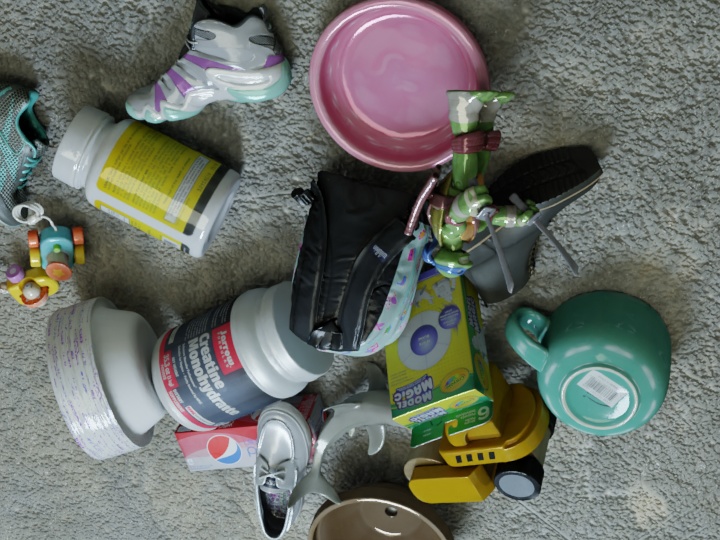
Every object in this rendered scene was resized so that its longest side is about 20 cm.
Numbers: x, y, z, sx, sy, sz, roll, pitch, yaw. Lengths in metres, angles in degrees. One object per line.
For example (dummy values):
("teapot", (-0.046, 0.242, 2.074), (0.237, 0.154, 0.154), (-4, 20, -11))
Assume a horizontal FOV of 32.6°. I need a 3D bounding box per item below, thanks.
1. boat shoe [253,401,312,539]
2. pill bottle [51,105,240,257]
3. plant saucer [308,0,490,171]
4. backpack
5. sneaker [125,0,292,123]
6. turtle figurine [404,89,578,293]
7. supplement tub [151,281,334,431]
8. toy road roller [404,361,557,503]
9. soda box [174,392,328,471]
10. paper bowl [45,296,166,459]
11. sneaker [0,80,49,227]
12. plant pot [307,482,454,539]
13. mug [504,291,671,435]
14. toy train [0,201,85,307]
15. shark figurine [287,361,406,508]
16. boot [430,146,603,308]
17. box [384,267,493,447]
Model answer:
("boat shoe", (-0.108, 0.261, 1.581), (0.072, 0.069, 0.201), (13, 124, 7))
("pill bottle", (-0.253, -0.108, 1.451), (0.200, 0.114, 0.114), (27, 124, -1))
("plant saucer", (0.045, -0.208, 1.343), (0.200, 0.051, 0.201), (8, 122, 12))
("backpack", (0.000, 0.000, 1.405), (0.166, 0.126, 0.201), (16, 94, 31))
("sneaker", (-0.185, -0.250, 1.375), (0.199, 0.078, 0.140), (-12, 115, 11))
("turtle figurine", (0.145, -0.085, 1.253), (0.200, 0.144, 0.195), (12, 103, 56))
("supplement tub", (-0.148, 0.107, 1.532), (0.200, 0.140, 0.141), (-25, 110, 27))
("toy road roller", (0.133, 0.189, 1.485), (0.199, 0.123, 0.146), (-11, 128, 32))
("soda box", (-0.142, 0.218, 1.644), (0.199, 0.063, 0.070), (-8, 117, 21))
("paper bowl", (-0.311, 0.131, 1.560), (0.104, 0.201, 0.201), (-16, 116, 6))
("sneaker", (-0.423, -0.142, 1.505), (0.091, 0.078, 0.201), (4, 122, 9))
("plant pot", (0.035, 0.352, 1.653), (0.200, 0.093, 0.201), (7, 124, 10))
("mug", (0.267, 0.118, 1.435), (0.184, 0.115, 0.152), (-7, 118, 19))
("toy train", (-0.440, 0.001, 1.566), (0.200, 0.056, 0.150), (-36, 139, 28))
("shark figurine", (-0.026, 0.197, 1.543), (0.214, 0.089, 0.128), (-42, 60, 24))
("boot", (0.195, -0.047, 1.398), (0.200, 0.078, 0.138), (-25, 133, 14))
("box", (0.087, 0.097, 1.430), (0.117, 0.201, 0.048), (-24, 146, 26))
